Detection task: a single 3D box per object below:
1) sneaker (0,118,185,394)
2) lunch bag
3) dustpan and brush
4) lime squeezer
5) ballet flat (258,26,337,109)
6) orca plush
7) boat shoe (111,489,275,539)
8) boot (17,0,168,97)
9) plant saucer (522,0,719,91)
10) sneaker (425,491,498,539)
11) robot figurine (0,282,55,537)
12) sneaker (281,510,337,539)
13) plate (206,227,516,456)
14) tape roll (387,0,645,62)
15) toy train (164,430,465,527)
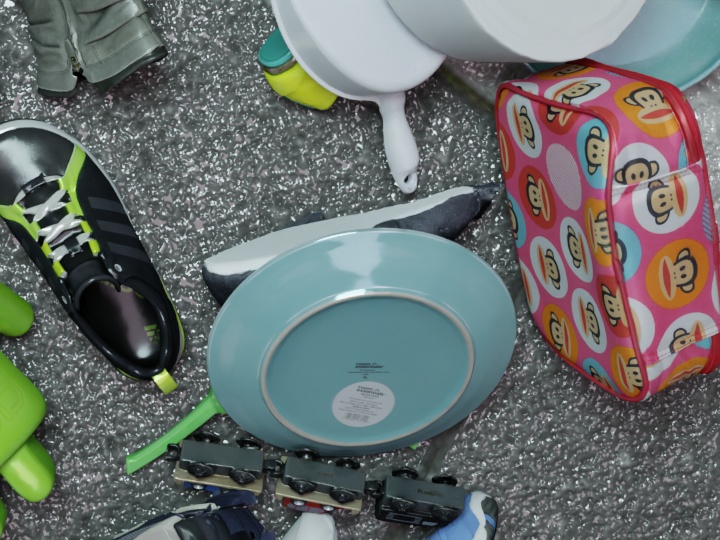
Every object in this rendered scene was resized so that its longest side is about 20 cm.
[{"bbox_3d":[-0.169,-0.012,0.938,0.072,0.083,0.200,-36,100,-4],"label":"sneaker"},{"bbox_3d":[0.148,-0.030,0.942,0.082,0.176,0.200,-20,114,-19],"label":"lunch bag"},{"bbox_3d":[0.017,-0.134,0.926,0.140,0.057,0.200,-30,117,-24],"label":"dustpan and brush"},{"bbox_3d":[-0.058,0.097,0.991,0.200,0.038,0.071,-4,97,-9],"label":"lime squeezer"},{"bbox_3d":[0.016,-0.187,0.964,0.067,0.067,0.200,39,92,-32],"label":"ballet flat"},{"bbox_3d":[0.000,0.000,0.967,0.200,0.105,0.071,-22,110,-27],"label":"orca plush"},{"bbox_3d":[-0.141,0.205,0.965,0.200,0.093,0.075,-29,83,34],"label":"boat shoe"},{"bbox_3d":[-0.143,-0.184,0.893,0.068,0.200,0.131,-33,103,-48],"label":"boot"},{"bbox_3d":[0.172,-0.211,0.992,0.200,0.036,0.200,-1,96,-8],"label":"plant saucer"},{"bbox_3d":[0.024,0.229,0.999,0.077,0.076,0.200,32,76,15],"label":"sneaker"},{"bbox_3d":[-0.277,0.078,0.916,0.175,0.116,0.200,-43,100,-3],"label":"robot figurine"},{"bbox_3d":[-0.091,0.237,0.985,0.099,0.078,0.200,32,83,5],"label":"sneaker"},{"bbox_3d":[0.003,0.057,0.936,0.200,0.026,0.200,-6,131,-7],"label":"plate"},{"bbox_3d":[0.095,-0.225,0.880,0.202,0.071,0.203,-7,102,-37],"label":"tape roll"},{"bbox_3d":[-0.030,0.140,0.979,0.200,0.046,0.034,11,56,-7],"label":"toy train"}]
